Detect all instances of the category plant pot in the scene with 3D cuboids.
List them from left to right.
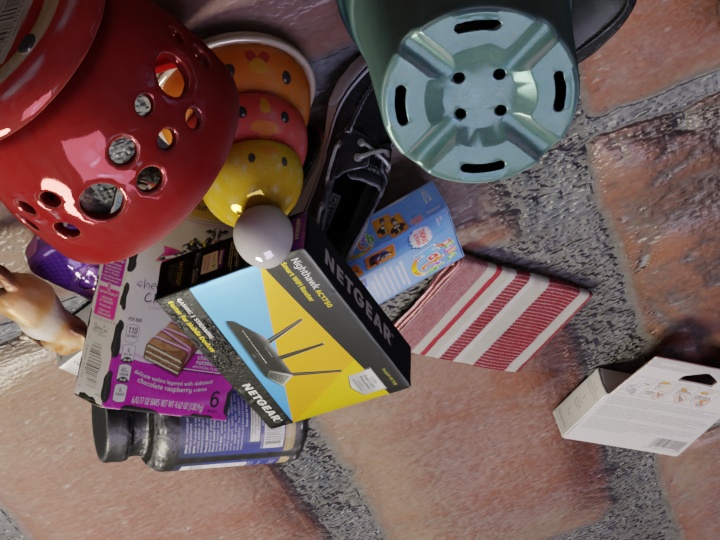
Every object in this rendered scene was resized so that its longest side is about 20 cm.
[{"bbox_3d":[-0.222,-0.133,1.270,0.200,0.201,0.182,-32,133,19],"label":"plant pot"},{"bbox_3d":[0.083,-0.180,1.279,0.198,0.197,0.202,-2,126,-3],"label":"plant pot"}]

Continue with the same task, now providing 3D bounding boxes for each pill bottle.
[{"bbox_3d":[-0.158,0.138,1.625,0.198,0.113,0.112,-2,141,-20],"label":"pill bottle"}]

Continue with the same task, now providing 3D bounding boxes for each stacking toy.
[{"bbox_3d":[-0.089,-0.084,1.377,0.145,0.201,0.147,-12,144,-9],"label":"stacking toy"}]

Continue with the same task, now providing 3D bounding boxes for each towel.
[{"bbox_3d":[0.138,0.047,1.793,0.199,0.023,0.144,14,131,-38],"label":"towel"}]

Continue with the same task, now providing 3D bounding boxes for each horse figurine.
[{"bbox_3d":[-0.302,0.032,1.514,0.132,0.050,0.200,16,158,36],"label":"horse figurine"}]

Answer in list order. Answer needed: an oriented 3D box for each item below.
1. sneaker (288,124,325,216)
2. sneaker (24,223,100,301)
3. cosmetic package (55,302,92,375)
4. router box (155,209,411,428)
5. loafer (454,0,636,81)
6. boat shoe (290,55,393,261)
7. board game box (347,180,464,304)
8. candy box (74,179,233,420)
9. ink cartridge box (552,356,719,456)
[{"bbox_3d":[-0.047,-0.047,1.551,0.093,0.071,0.200,11,133,-25],"label":"sneaker"},{"bbox_3d":[-0.219,0.016,1.549,0.199,0.089,0.080,21,131,-39],"label":"sneaker"},{"bbox_3d":[-0.209,0.092,1.682,0.082,0.051,0.199,-36,140,22],"label":"cosmetic package"},{"bbox_3d":[-0.064,0.047,1.454,0.148,0.051,0.200,-19,133,21],"label":"router box"},{"bbox_3d":[0.147,-0.193,1.432,0.200,0.068,0.070,-29,-179,19],"label":"loafer"},{"bbox_3d":[-0.002,-0.093,1.447,0.071,0.068,0.201,20,98,-33],"label":"boat shoe"},{"bbox_3d":[0.000,0.000,1.603,0.199,0.037,0.151,-29,160,0],"label":"board game box"},{"bbox_3d":[-0.169,0.027,1.501,0.136,0.061,0.202,10,92,-38],"label":"candy box"},{"bbox_3d":[0.360,0.150,1.996,0.199,0.045,0.176,12,135,-35],"label":"ink cartridge box"}]
